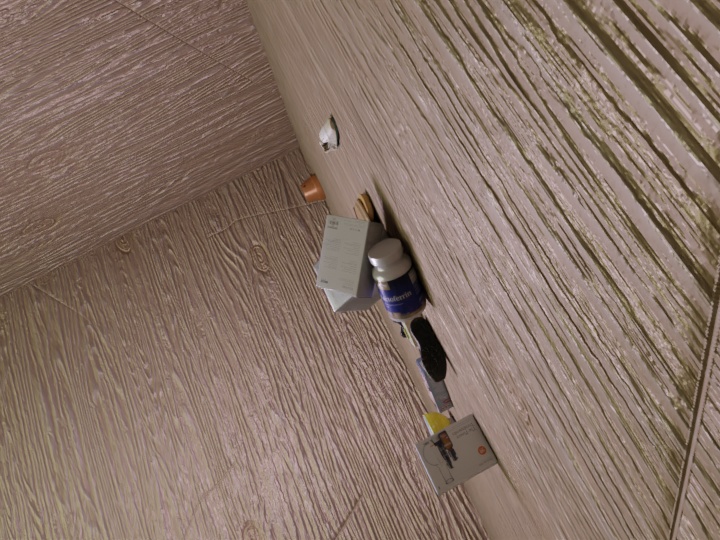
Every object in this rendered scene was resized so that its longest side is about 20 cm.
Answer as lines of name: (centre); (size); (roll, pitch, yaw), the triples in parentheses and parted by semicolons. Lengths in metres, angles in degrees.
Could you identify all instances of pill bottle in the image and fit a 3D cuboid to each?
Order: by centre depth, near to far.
pill bottle: (0.096, 0.025, 1.414); (0.203, 0.114, 0.116); (66, 176, -26)

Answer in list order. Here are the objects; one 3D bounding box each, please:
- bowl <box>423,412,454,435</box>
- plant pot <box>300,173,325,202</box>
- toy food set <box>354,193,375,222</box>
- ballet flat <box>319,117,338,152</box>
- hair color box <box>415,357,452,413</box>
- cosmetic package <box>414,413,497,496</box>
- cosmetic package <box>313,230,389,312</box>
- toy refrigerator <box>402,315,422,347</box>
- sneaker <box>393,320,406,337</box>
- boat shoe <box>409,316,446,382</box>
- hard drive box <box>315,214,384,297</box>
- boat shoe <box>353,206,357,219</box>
bowl: (0.347, 0.663, 2.174); (0.200, 0.106, 0.204); (90, 154, -84)
plant pot: (-0.361, -0.601, 3.967); (0.204, 0.138, 0.200); (63, 176, 8)
toy food set: (0.034, -0.148, 1.735); (0.198, 0.048, 0.204); (118, 126, -86)
ballet flat: (-0.106, -0.433, 1.741); (0.069, 0.061, 0.200); (63, 176, 9)
hair color box: (0.274, 0.420, 1.973); (0.203, 0.060, 0.099); (66, 176, -28)
cosmetic package: (0.278, 0.538, 1.554); (0.153, 0.197, 0.052); (61, 177, 29)
cosmetic package: (0.000, 0.000, 1.584); (0.165, 0.199, 0.170); (3, -126, -52)
toy refrigerator: (0.155, 0.141, 1.730); (0.076, 0.069, 0.204); (-153, 37, -84)
sneaker: (0.139, 0.136, 1.819); (0.074, 0.083, 0.204); (104, 141, -84)
boat shoe: (0.212, 0.240, 1.615); (0.074, 0.074, 0.204); (59, -168, -64)
hard drive box: (-0.030, -0.040, 1.457); (0.153, 0.206, 0.076); (13, -175, 36)
boat shoe: (0.011, -0.139, 1.937); (0.075, 0.073, 0.206); (146, 100, -87)
